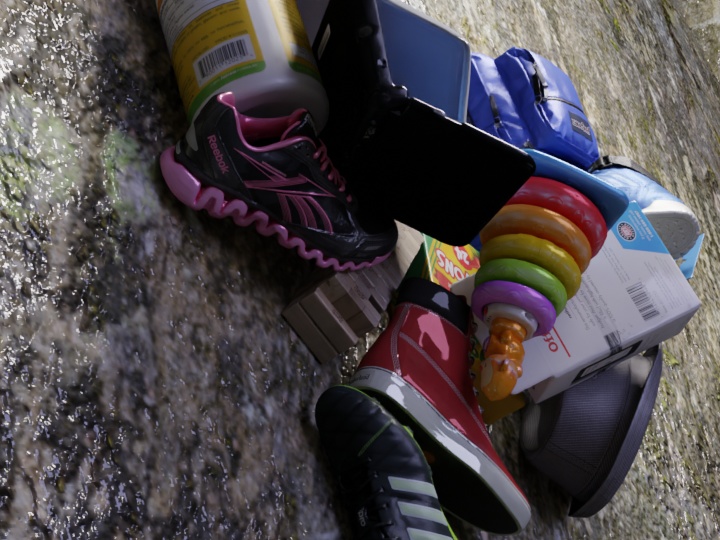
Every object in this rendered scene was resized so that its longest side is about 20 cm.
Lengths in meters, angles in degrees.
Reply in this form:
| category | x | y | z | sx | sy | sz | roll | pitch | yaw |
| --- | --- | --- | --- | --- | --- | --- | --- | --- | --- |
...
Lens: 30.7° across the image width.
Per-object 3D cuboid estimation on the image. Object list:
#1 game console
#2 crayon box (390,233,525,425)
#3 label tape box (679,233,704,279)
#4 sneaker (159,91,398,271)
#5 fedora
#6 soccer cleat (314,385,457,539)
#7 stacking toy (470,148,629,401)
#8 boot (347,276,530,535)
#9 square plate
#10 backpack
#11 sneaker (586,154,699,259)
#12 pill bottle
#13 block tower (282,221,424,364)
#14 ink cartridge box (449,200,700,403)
| category | x | y | z | sx | sy | sz | roll | pitch | yaw |
| --- | --- | --- | --- | --- | --- | --- | --- | --- | --- |
| game console | 0.037 | -0.122 | 1.013 | 0.115 | 0.200 | 0.178 | -7 | 75 | -15 |
| crayon box | 0.083 | 0.052 | 1.174 | 0.127 | 0.051 | 0.202 | 35 | 35 | -40 |
| label tape box | 0.240 | 0.008 | 1.325 | 0.064 | 0.199 | 0.144 | 54 | 26 | -5 |
| sneaker | -0.046 | -0.070 | 0.978 | 0.198 | 0.096 | 0.079 | 22 | 24 | -27 |
| fedora | 0.207 | 0.131 | 1.222 | 0.089 | 0.178 | 0.201 | 25 | 37 | 1 |
| soccer cleat | 0.021 | 0.175 | 0.923 | 0.081 | 0.067 | 0.201 | -28 | 87 | -51 |
| stacking toy | 0.129 | 0.015 | 1.046 | 0.109 | 0.116 | 0.202 | 23 | 62 | -2 |
| boot | 0.085 | 0.104 | 1.049 | 0.200 | 0.072 | 0.145 | 49 | 48 | -22 |
| square plate | 0.018 | -0.154 | 1.077 | 0.028 | 0.199 | 0.199 | -37 | 57 | -27 |
| backpack | 0.156 | -0.114 | 1.355 | 0.161 | 0.167 | 0.202 | 14 | 53 | -46 |
| sneaker | 0.220 | -0.065 | 1.271 | 0.197 | 0.078 | 0.112 | 3 | 27 | -14 |
| pill bottle | -0.101 | -0.193 | 1.046 | 0.111 | 0.111 | 0.202 | 20 | 45 | -51 |
| block tower | 0.000 | 0.000 | 1.082 | 0.058 | 0.054 | 0.200 | 52 | 27 | -12 |
| ink cartridge box | 0.181 | 0.034 | 1.151 | 0.117 | 0.198 | 0.068 | 61 | -19 | 20 |
